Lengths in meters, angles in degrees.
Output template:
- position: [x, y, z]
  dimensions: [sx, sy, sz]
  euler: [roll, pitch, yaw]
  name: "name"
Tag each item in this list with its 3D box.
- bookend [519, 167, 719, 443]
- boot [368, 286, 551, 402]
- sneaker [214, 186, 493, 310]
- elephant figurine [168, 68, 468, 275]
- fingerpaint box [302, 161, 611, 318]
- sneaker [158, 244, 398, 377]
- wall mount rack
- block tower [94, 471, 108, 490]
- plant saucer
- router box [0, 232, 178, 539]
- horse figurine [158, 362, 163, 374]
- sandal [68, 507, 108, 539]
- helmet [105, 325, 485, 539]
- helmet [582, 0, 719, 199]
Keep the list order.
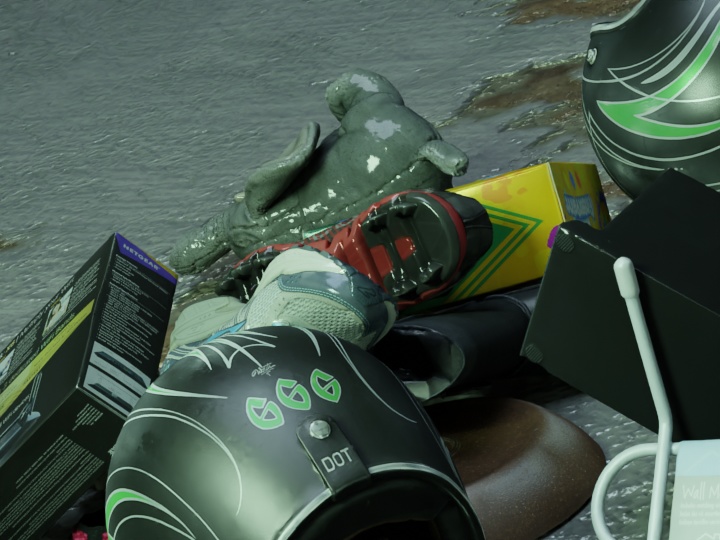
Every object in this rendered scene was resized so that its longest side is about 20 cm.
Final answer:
- position: [0.226, 0.015, 1.573]
  dimensions: [0.199, 0.092, 0.199]
  euler: [29, 40, 18]
  name: "bookend"
- position: [0.087, 0.038, 1.723]
  dimensions: [0.164, 0.066, 0.200]
  euler: [-19, -8, 25]
  name: "boot"
- position: [0.000, 0.000, 1.765]
  dimensions: [0.200, 0.071, 0.098]
  euler: [-23, -2, 37]
  name: "sneaker"
- position: [-0.035, -0.042, 2.122]
  dimensions: [0.199, 0.155, 0.142]
  euler: [-32, 64, -11]
  name: "elephant figurine"
- position: [0.070, -0.017, 1.886]
  dimensions: [0.166, 0.074, 0.200]
  euler: [-16, -2, 14]
  name: "fingerpaint box"
- position: [-0.051, 0.054, 1.624]
  dimensions: [0.200, 0.077, 0.087]
  euler: [-30, 29, 53]
  name: "sneaker"
- position: [0.190, 0.082, 1.457]
  dimensions: [0.199, 0.175, 0.074]
  euler: [-4, -18, 35]
  name: "wall mount rack"
- position: [-0.151, 0.104, 1.804]
  dimensions: [0.058, 0.054, 0.200]
  euler: [-15, 6, -24]
  name: "block tower"
- position: [0.042, 0.120, 1.678]
  dimensions: [0.199, 0.037, 0.201]
  euler: [-15, 17, 5]
  name: "plant saucer"
- position: [-0.195, 0.094, 1.732]
  dimensions: [0.200, 0.052, 0.158]
  euler: [-44, 21, 29]
  name: "router box"
- position: [-0.068, 0.063, 1.911]
  dimensions: [0.132, 0.050, 0.199]
  euler: [18, 31, 41]
  name: "horse figurine"
- position: [-0.137, 0.153, 1.723]
  dimensions: [0.075, 0.045, 0.200]
  euler: [-5, 21, 28]
  name: "sandal"
- position: [-0.042, 0.126, 1.518]
  dimensions: [0.199, 0.201, 0.191]
  euler: [-24, 36, -22]
  name: "helmet"
- position: [0.246, -0.113, 1.903]
  dimensions: [0.191, 0.200, 0.200]
  euler: [-45, 13, 14]
  name: "helmet"
